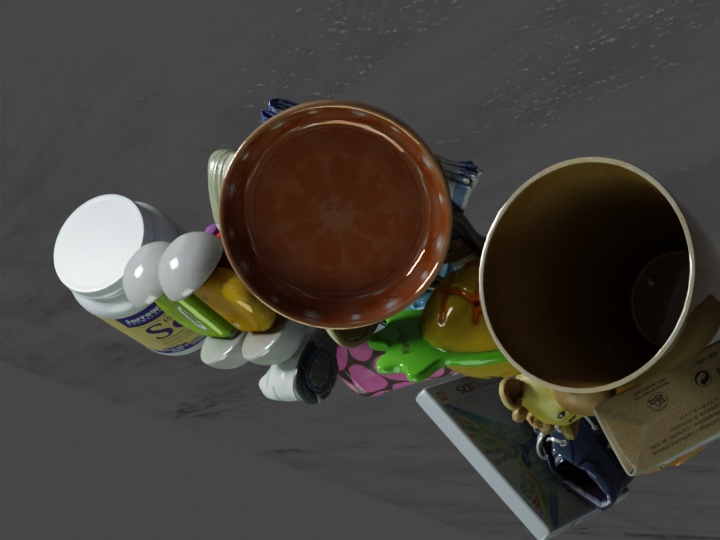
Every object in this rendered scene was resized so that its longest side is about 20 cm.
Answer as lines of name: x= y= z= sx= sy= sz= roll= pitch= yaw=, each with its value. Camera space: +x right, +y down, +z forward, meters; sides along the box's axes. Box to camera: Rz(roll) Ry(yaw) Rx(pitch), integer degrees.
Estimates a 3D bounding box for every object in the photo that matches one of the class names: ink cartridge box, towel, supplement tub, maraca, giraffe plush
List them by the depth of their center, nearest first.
towel: x=0.009 y=-0.097 z=1.269 sx=0.200 sy=0.024 sz=0.147 roll=19 pitch=166 yaw=4
maraca: x=0.106 y=0.048 z=1.273 sx=0.200 sy=0.107 sz=0.137 roll=-18 pitch=-154 yaw=-1
ink cartridge box: x=0.326 y=0.114 z=1.293 sx=0.200 sy=0.075 sz=0.165 roll=-30 pitch=165 yaw=12
giraffe plush: x=0.206 y=0.078 z=1.387 sx=0.172 sy=0.162 sz=0.200 roll=21 pitch=163 yaw=-12
supplement tub: x=-0.257 y=0.005 z=1.671 sx=0.145 sy=0.146 sz=0.200 roll=9 pitch=162 yaw=29

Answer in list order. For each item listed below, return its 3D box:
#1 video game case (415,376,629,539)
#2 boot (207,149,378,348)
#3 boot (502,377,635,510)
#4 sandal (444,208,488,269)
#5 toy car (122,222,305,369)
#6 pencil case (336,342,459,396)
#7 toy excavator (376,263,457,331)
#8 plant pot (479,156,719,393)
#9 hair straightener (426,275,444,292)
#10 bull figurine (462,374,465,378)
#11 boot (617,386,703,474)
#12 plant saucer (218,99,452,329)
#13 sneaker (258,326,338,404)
video game case: x=0.176 y=0.187 z=1.495 sx=0.200 sy=0.022 sz=0.182 roll=48 pitch=-149 yaw=22
boot: x=-0.065 y=-0.025 z=1.306 sx=0.155 sy=0.072 sz=0.200 roll=3 pitch=121 yaw=56
boot: x=0.208 y=0.157 z=1.467 sx=0.200 sy=0.090 sz=0.073 roll=39 pitch=136 yaw=9
sandal: x=0.065 y=-0.025 z=1.306 sx=0.082 sy=0.055 sz=0.200 roll=9 pitch=164 yaw=38
toy car: x=-0.146 y=0.009 z=1.534 sx=0.175 sy=0.150 sz=0.200 roll=41 pitch=152 yaw=-24
pencil case: x=0.056 y=0.089 z=1.574 sx=0.094 sy=0.091 sz=0.200 roll=46 pitch=145 yaw=-18
toy excavator: x=0.002 y=-0.020 z=1.446 sx=0.194 sy=0.100 sz=0.200 roll=6 pitch=146 yaw=38
plant pot: x=0.228 y=0.015 z=1.175 sx=0.186 sy=0.187 sz=0.200 roll=6 pitch=176 yaw=35
hair straightener: x=0.000 y=0.000 z=1.354 sx=0.200 sy=0.041 sz=0.077 roll=19 pitch=175 yaw=14
bull figurine: x=0.108 y=0.075 z=1.633 sx=0.200 sy=0.065 sz=0.122 roll=15 pitch=133 yaw=37
boot: x=0.320 y=0.133 z=1.484 sx=0.144 sy=0.071 sz=0.201 roll=39 pitch=136 yaw=-6
plant saucer: x=-0.021 y=-0.048 z=1.199 sx=0.200 sy=0.200 sz=0.032 roll=18 pitch=-162 yaw=0
sneaker: x=-0.054 y=0.066 z=1.576 sx=0.087 sy=0.200 sz=0.075 roll=-10 pitch=127 yaw=40
